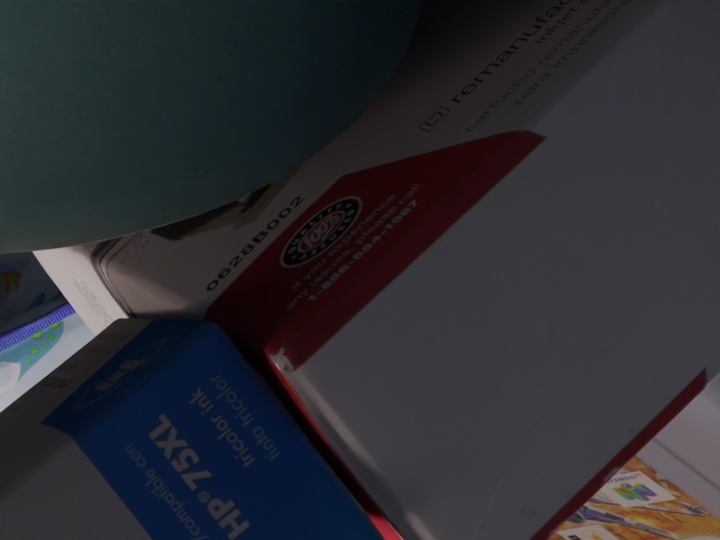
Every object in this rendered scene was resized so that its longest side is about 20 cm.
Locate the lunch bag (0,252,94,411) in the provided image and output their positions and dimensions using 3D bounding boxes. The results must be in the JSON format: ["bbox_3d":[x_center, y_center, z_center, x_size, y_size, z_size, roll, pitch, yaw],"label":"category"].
[{"bbox_3d":[-0.114,0.015,1.152,0.127,0.200,0.170,40,168,28],"label":"lunch bag"}]

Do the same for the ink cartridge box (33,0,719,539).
[{"bbox_3d":[0.013,-0.017,0.699,0.083,0.147,0.200,53,167,-24],"label":"ink cartridge box"}]

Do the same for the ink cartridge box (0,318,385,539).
[{"bbox_3d":[-0.102,0.097,0.624,0.067,0.200,0.116,53,167,-9],"label":"ink cartridge box"}]

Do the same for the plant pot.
[{"bbox_3d":[-0.077,-0.130,0.536,0.201,0.201,0.161,40,142,30],"label":"plant pot"}]

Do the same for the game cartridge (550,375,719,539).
[{"bbox_3d":[0.052,0.051,0.795,0.200,0.042,0.133,-16,143,44],"label":"game cartridge"}]
